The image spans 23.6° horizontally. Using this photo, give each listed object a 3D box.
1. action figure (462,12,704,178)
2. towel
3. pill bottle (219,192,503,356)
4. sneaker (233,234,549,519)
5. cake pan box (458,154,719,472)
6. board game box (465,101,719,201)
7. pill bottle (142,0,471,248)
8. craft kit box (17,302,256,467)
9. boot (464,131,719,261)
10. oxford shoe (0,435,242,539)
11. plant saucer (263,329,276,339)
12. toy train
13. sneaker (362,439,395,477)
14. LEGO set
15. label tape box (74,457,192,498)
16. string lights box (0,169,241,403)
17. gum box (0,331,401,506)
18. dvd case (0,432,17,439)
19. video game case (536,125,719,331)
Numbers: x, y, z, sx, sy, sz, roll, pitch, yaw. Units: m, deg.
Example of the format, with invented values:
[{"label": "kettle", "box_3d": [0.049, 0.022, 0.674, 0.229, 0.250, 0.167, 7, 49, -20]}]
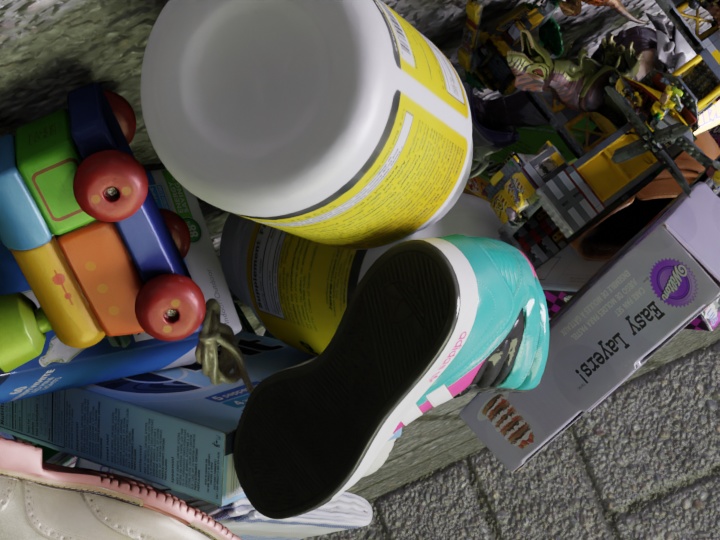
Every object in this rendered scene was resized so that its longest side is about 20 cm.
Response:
[{"label": "action figure", "box_3d": [0.124, -0.102, 1.026, 0.198, 0.070, 0.130, -16, -173, 11]}, {"label": "towel", "box_3d": [-0.107, 0.162, 1.080, 0.198, 0.024, 0.146, -16, 162, 31]}, {"label": "pill bottle", "box_3d": [0.000, 0.000, 1.009, 0.112, 0.114, 0.199, -15, -163, -29]}, {"label": "sneaker", "box_3d": [0.025, 0.049, 0.872, 0.120, 0.084, 0.200, -8, 150, -45]}, {"label": "cake pan box", "box_3d": [0.161, 0.004, 0.941, 0.184, 0.052, 0.200, -43, 176, -46]}, {"label": "board game box", "box_3d": [0.164, -0.094, 1.107, 0.199, 0.030, 0.096, -28, -156, -10]}, {"label": "pill bottle", "box_3d": [-0.013, -0.071, 0.807, 0.112, 0.113, 0.200, -25, 166, 14]}, {"label": "craft kit box", "box_3d": [-0.173, 0.090, 1.243, 0.199, 0.049, 0.198, -34, 178, 1]}, {"label": "boot", "box_3d": [0.144, -0.037, 1.136, 0.198, 0.077, 0.156, -17, -154, 13]}, {"label": "oxford shoe", "box_3d": [-0.155, 0.141, 0.931, 0.198, 0.075, 0.071, 21, 168, -21]}, {"label": "plant saucer", "box_3d": [-0.006, 0.018, 1.338, 0.200, 0.039, 0.201, -30, 165, -9]}, {"label": "toy train", "box_3d": [-0.132, 0.019, 0.846, 0.115, 0.201, 0.085, -22, -149, 1]}, {"label": "sneaker", "box_3d": [-0.025, 0.048, 1.185, 0.110, 0.202, 0.076, -3, -162, -41]}, {"label": "LEGO set", "box_3d": [0.102, -0.090, 0.869, 0.115, 0.154, 0.200, -35, -179, -26]}, {"label": "label tape box", "box_3d": [-0.134, 0.129, 1.156, 0.198, 0.067, 0.143, -5, 176, 2]}, {"label": "string lights box", "box_3d": [-0.170, 0.010, 0.926, 0.199, 0.104, 0.059, -11, 165, -43]}, {"label": "gum box", "box_3d": [-0.102, 0.075, 1.017, 0.198, 0.045, 0.169, 13, -164, 34]}, {"label": "dvd case", "box_3d": [-0.259, 0.085, 0.989, 0.018, 0.143, 0.200, -38, 164, 11]}, {"label": "video game case", "box_3d": [0.207, -0.037, 1.177, 0.182, 0.036, 0.199, -49, -153, -24]}]
